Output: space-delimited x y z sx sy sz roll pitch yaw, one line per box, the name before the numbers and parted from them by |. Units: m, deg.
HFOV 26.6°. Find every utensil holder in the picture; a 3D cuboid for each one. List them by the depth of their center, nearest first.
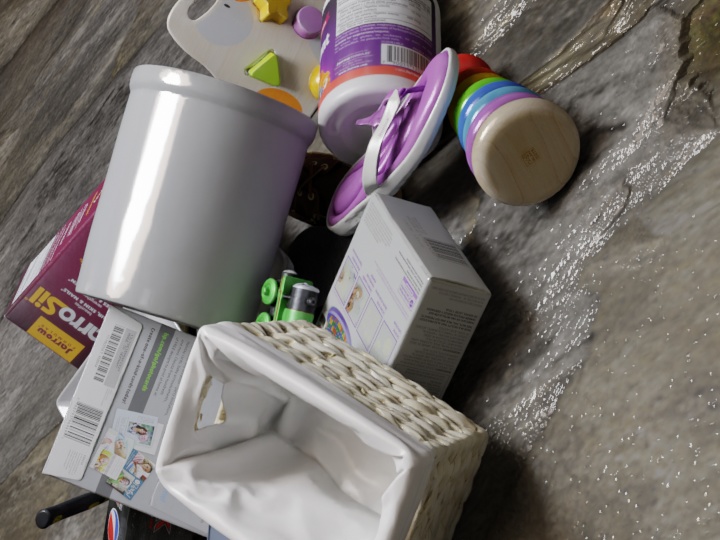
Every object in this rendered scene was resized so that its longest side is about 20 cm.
utensil holder | -0.143 -0.055 1.321 0.170 0.169 0.202 7 80 60

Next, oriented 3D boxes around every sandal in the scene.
sandal | 0.016 -0.103 1.262 0.203 0.050 0.083 -54 25 35
sandal | 0.000 0.001 1.334 0.199 0.043 0.077 -1 75 51

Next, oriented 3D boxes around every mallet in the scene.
mallet | -0.245 0.219 1.439 0.041 0.200 0.066 38 116 17

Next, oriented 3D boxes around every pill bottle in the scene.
pill bottle | 0.019 -0.199 1.376 0.111 0.111 0.201 -37 39 39

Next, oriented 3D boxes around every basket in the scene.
basket | -0.025 0.130 1.084 0.199 0.123 0.136 29 111 27

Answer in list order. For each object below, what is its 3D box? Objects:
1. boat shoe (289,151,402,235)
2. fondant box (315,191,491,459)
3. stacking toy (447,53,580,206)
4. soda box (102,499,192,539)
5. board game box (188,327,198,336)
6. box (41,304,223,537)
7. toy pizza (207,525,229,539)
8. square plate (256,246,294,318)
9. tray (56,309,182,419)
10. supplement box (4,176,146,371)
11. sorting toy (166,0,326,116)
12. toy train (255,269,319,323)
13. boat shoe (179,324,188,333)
boat shoe | -0.037 -0.073 1.414 0.200 0.070 0.071 11 74 59
fondant box | 0.016 0.061 1.197 0.201 0.058 0.144 -65 27 21
stacking toy | 0.103 -0.127 1.222 0.086 0.085 0.200 -56 26 14
soda box | -0.187 0.201 1.392 0.063 0.070 0.202 32 113 61
board game box | -0.133 0.120 1.405 0.105 0.023 0.202 -32 56 56
box | -0.150 0.138 1.310 0.041 0.199 0.157 102 -171 -81
toy pizza | -0.080 0.272 1.180 0.200 0.031 0.202 173 90 -71
square plate | -0.114 0.047 1.445 0.200 0.028 0.200 -134 55 -60
tray | -0.222 0.109 1.481 0.108 0.022 0.200 54 125 21
supplement box | -0.245 -0.006 1.498 0.200 0.110 0.086 -44 20 29
sorting toy | -0.111 -0.261 1.565 0.107 0.179 0.201 -19 53 52
toy train | -0.070 0.099 1.251 0.056 0.042 0.202 7 85 56
boat shoe | -0.224 0.074 1.580 0.201 0.066 0.072 164 117 -67
